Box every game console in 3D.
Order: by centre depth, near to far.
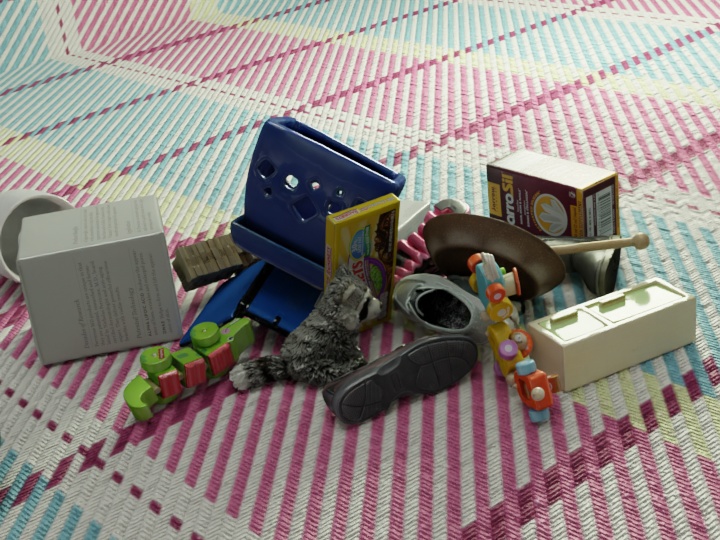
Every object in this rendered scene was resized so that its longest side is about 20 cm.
[{"bbox_3d":[-0.134,0.058,1.578,0.170,0.119,0.200,27,29,-1],"label":"game console"}]

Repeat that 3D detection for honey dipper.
[{"bbox_3d":[0.284,-0.028,1.478,0.199,0.038,0.038,-5,23,29],"label":"honey dipper"}]

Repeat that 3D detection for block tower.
[{"bbox_3d":[-0.190,-0.024,1.678,0.199,0.054,0.058,-18,-17,-38],"label":"block tower"}]

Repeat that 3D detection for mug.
[{"bbox_3d":[-0.524,-0.054,1.805,0.199,0.148,0.175,12,1,-39],"label":"mug"}]

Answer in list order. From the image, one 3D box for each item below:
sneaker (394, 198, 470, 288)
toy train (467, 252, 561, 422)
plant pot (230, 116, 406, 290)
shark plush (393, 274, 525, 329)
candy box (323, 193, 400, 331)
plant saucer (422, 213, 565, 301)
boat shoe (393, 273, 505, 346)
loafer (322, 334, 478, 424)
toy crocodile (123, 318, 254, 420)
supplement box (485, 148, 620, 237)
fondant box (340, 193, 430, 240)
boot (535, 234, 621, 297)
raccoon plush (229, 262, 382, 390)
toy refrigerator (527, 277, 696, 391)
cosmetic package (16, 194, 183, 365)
[{"bbox_3d":[0.089,-0.011,1.603,0.200,0.096,0.079,-37,46,-6],"label":"sneaker"},{"bbox_3d":[0.185,0.068,1.293,0.055,0.201,0.150,-17,2,-9],"label":"toy train"},{"bbox_3d":[-0.064,-0.089,1.535,0.199,0.180,0.200,27,11,1],"label":"plant pot"},{"bbox_3d":[0.124,0.044,1.486,0.199,0.091,0.084,14,62,28],"label":"shark plush"},{"bbox_3d":[0.000,0.000,1.452,0.102,0.201,0.026,-20,44,-26],"label":"candy box"},{"bbox_3d":[0.172,-0.009,1.481,0.200,0.201,0.037,9,65,31],"label":"plant saucer"},{"bbox_3d":[0.099,0.042,1.439,0.071,0.070,0.200,22,0,-40],"label":"boat shoe"},{"bbox_3d":[0.045,0.120,1.339,0.199,0.072,0.063,-22,24,-22],"label":"loafer"},{"bbox_3d":[-0.214,0.121,1.408,0.200,0.068,0.062,-28,37,-33],"label":"toy crocodile"},{"bbox_3d":[0.292,-0.106,1.702,0.085,0.111,0.200,-24,29,-32],"label":"supplement box"},{"bbox_3d":[-0.005,-0.065,1.759,0.199,0.059,0.144,9,29,29],"label":"fondant box"},{"bbox_3d":[0.259,-0.014,1.561,0.199,0.073,0.182,7,15,15],"label":"boot"},{"bbox_3d":[-0.068,0.075,1.382,0.199,0.135,0.097,-16,27,-18],"label":"raccoon plush"},{"bbox_3d":[0.309,0.073,1.362,0.199,0.070,0.076,-18,27,-21],"label":"toy refrigerator"},{"bbox_3d":[-0.366,0.009,1.570,0.199,0.166,0.165,-11,24,-9],"label":"cosmetic package"}]
